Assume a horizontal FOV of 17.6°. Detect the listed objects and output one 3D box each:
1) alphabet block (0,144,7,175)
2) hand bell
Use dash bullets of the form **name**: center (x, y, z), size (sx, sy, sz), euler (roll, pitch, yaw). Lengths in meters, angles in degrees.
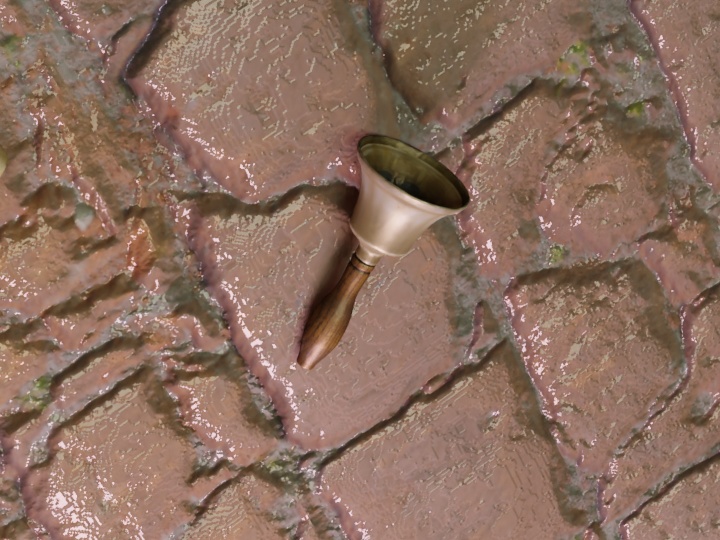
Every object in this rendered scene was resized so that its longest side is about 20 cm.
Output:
- **alphabet block**: center (-0.397, -0.077, 1.585), size (0.200, 0.196, 0.196), euler (29, 99, -43)
- **hand bell**: center (0.000, 0.000, 1.928), size (0.104, 0.104, 0.201), euler (14, 117, -32)
